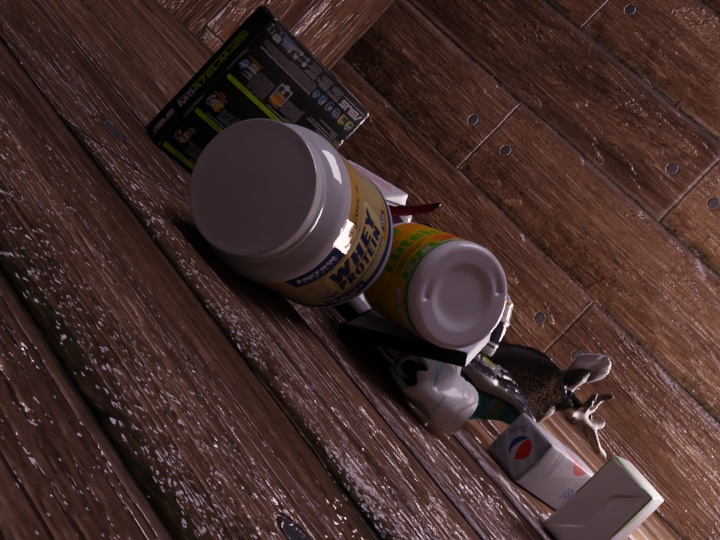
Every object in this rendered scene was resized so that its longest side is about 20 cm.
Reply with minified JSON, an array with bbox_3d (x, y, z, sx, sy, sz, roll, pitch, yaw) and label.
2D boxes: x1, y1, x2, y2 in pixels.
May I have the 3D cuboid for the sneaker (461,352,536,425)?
[{"bbox_3d":[0.154,0.159,1.585,0.200,0.080,0.078,37,19,-33],"label":"sneaker"}]

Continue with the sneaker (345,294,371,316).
[{"bbox_3d":[0.000,0.000,1.566,0.073,0.084,0.200,52,4,-19],"label":"sneaker"}]

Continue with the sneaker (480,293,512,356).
[{"bbox_3d":[0.146,0.043,1.617,0.078,0.080,0.200,28,6,-22],"label":"sneaker"}]

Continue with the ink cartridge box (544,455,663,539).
[{"bbox_3d":[0.295,0.287,1.479,0.067,0.117,0.200,47,6,20],"label":"ink cartridge box"}]

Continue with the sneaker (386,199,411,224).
[{"bbox_3d":[-0.039,-0.043,1.447,0.198,0.117,0.076,16,-1,-22],"label":"sneaker"}]

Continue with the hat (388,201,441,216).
[{"bbox_3d":[-0.043,-0.082,1.354,0.200,0.176,0.166,45,5,-1],"label":"hat"}]

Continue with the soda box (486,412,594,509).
[{"bbox_3d":[0.243,0.255,1.603,0.064,0.068,0.200,49,6,39],"label":"soda box"}]

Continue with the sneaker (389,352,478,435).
[{"bbox_3d":[0.071,0.109,1.384,0.080,0.071,0.200,35,6,-16],"label":"sneaker"}]

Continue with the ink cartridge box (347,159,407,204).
[{"bbox_3d":[-0.024,-0.089,1.598,0.116,0.068,0.199,33,27,34],"label":"ink cartridge box"}]

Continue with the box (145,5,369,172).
[{"bbox_3d":[-0.114,-0.172,1.437,0.200,0.193,0.048,38,9,-45],"label":"box"}]

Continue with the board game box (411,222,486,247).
[{"bbox_3d":[0.109,0.026,1.737,0.134,0.028,0.201,19,-41,22],"label":"board game box"}]

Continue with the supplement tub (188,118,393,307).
[{"bbox_3d":[-0.062,-0.051,1.152,0.144,0.144,0.200,47,6,22],"label":"supplement tub"}]

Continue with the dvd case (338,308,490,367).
[{"bbox_3d":[0.065,0.070,1.397,0.141,0.018,0.200,13,8,12],"label":"dvd case"}]

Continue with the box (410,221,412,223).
[{"bbox_3d":[0.064,-0.002,1.902,0.200,0.122,0.106,44,6,-6],"label":"box"}]

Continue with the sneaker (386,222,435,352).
[{"bbox_3d":[0.061,0.016,1.575,0.085,0.074,0.201,64,30,-31],"label":"sneaker"}]

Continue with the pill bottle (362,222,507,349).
[{"bbox_3d":[0.065,0.009,1.343,0.111,0.111,0.200,42,-7,-24],"label":"pill bottle"}]

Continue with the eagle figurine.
[{"bbox_3d":[0.235,0.170,1.706,0.150,0.153,0.199,-16,28,-37],"label":"eagle figurine"}]

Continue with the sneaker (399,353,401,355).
[{"bbox_3d":[0.084,0.082,1.659,0.114,0.076,0.200,40,7,-42],"label":"sneaker"}]
